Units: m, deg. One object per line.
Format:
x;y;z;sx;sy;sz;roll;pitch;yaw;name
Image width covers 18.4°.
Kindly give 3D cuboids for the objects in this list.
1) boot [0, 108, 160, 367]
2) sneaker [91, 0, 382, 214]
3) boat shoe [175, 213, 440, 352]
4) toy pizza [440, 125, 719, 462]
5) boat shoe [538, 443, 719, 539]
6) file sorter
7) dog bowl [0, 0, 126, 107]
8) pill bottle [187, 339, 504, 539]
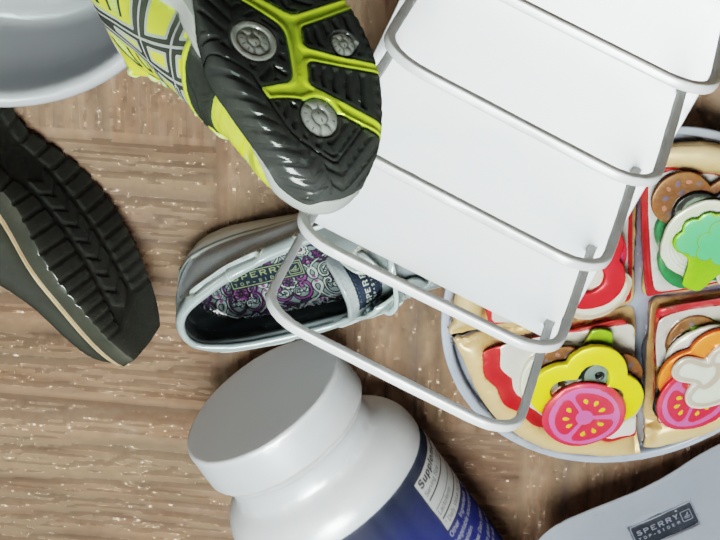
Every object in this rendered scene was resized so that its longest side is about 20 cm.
-0.210;-0.014;1.143;0.138;0.077;0.200;-32;100;30;boot
-0.059;-0.099;0.928;0.200;0.075;0.076;57;142;22;sneaker
-0.001;-0.001;1.114;0.201;0.072;0.070;-16;119;16;boat shoe
0.139;0.020;1.101;0.200;0.032;0.200;-5;123;-8;toy pizza
0.188;0.138;1.190;0.200;0.074;0.065;-17;152;10;boat shoe
0.059;-0.050;0.968;0.139;0.125;0.200;27;121;0;file sorter
-0.168;-0.179;1.017;0.200;0.079;0.200;4;123;6;dog bowl
0.002;0.139;1.181;0.116;0.116;0.200;-26;116;23;pill bottle
